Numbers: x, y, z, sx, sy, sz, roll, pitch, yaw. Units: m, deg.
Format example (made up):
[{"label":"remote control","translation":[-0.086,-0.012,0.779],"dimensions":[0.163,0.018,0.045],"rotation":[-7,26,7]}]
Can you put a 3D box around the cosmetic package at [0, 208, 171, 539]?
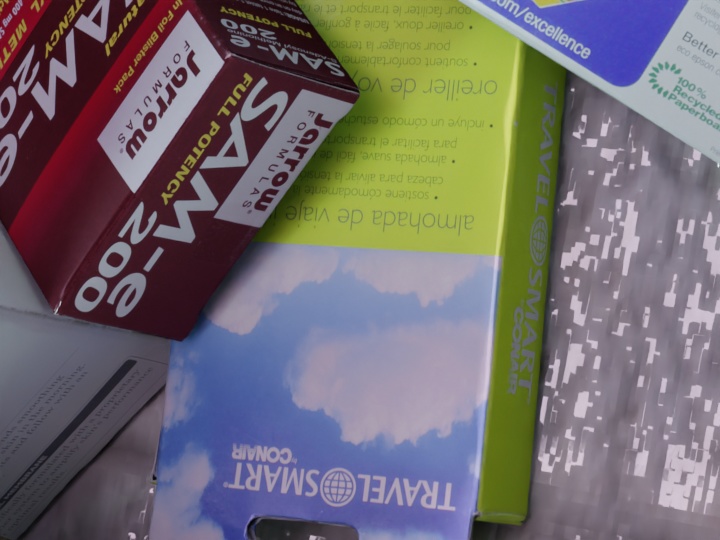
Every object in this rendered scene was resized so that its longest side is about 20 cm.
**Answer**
[{"label":"cosmetic package","translation":[-0.194,-0.015,0.870],"dimensions":[0.123,0.200,0.200],"rotation":[-45,66,13]}]

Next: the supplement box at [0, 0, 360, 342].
[{"label":"supplement box","translation":[-0.092,-0.085,0.873],"dimensions":[0.109,0.061,0.200],"rotation":[-54,50,23]}]

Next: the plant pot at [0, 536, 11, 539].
[{"label":"plant pot","translation":[-0.083,0.177,0.797],"dimensions":[0.173,0.200,0.201],"rotation":[9,86,-4]}]

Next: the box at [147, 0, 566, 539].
[{"label":"box","translation":[0.000,0.000,0.858],"dimensions":[0.121,0.048,0.201],"rotation":[3,84,27]}]

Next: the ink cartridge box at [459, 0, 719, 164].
[{"label":"ink cartridge box","translation":[0.126,-0.128,0.745],"dimensions":[0.198,0.043,0.200],"rotation":[33,120,2]}]
